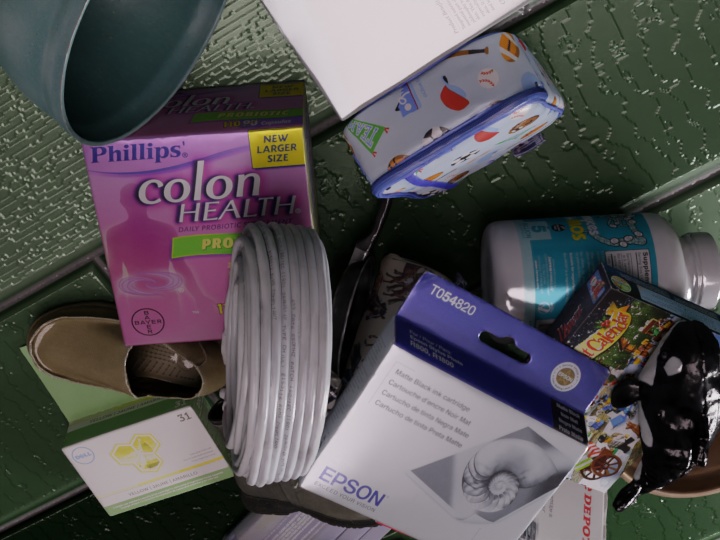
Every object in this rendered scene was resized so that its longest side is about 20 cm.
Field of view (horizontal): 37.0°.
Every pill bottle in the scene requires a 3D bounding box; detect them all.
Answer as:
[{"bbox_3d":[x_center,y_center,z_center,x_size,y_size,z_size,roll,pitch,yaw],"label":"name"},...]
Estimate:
[{"bbox_3d":[0.211,0.006,0.957,0.200,0.111,0.111,-3,122,-1],"label":"pill bottle"}]

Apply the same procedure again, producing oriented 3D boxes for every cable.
[{"bbox_3d":[-0.065,0.064,0.816,0.069,0.200,0.200,2,124,-11],"label":"cable"}]

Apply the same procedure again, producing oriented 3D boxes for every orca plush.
[{"bbox_3d":[0.259,0.139,0.897,0.105,0.071,0.200,13,125,-12],"label":"orca plush"}]

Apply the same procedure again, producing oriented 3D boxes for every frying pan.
[{"bbox_3d":[-0.004,0.009,0.952,0.031,0.115,0.190,13,121,9],"label":"frying pan"}]

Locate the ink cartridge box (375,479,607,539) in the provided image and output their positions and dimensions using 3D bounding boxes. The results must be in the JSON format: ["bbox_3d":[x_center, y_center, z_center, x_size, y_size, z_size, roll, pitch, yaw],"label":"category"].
[{"bbox_3d":[0.128,0.197,1.016,0.200,0.145,0.084,26,140,-16],"label":"ink cartridge box"}]

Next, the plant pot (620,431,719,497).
[{"bbox_3d":[0.318,0.114,1.037,0.200,0.093,0.201,-2,122,-4],"label":"plant pot"}]

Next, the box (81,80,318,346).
[{"bbox_3d":[-0.125,-0.047,0.918,0.176,0.097,0.200,-4,121,0],"label":"box"}]

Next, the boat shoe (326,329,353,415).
[{"bbox_3d":[-0.023,0.102,1.032,0.074,0.065,0.200,-38,116,19],"label":"boat shoe"}]

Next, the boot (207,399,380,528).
[{"bbox_3d":[-0.044,0.177,1.030,0.200,0.068,0.131,-1,127,16],"label":"boot"}]

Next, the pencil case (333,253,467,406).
[{"bbox_3d":[0.032,0.090,0.958,0.089,0.200,0.078,26,162,-25],"label":"pencil case"}]

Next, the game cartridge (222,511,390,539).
[{"bbox_3d":[-0.060,0.284,1.164,0.130,0.038,0.200,35,114,-17],"label":"game cartridge"}]

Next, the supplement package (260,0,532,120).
[{"bbox_3d":[0.032,-0.238,0.765,0.200,0.151,0.152,-30,109,15],"label":"supplement package"}]

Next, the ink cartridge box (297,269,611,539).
[{"bbox_3d":[0.081,0.128,0.871,0.199,0.041,0.200,27,104,-18],"label":"ink cartridge box"}]

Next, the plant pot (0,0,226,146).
[{"bbox_3d":[-0.200,-0.210,0.776,0.134,0.200,0.200,33,118,10],"label":"plant pot"}]

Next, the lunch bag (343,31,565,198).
[{"bbox_3d":[0.074,-0.112,0.839,0.160,0.200,0.076,-32,83,15],"label":"lunch bag"}]

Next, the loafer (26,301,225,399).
[{"bbox_3d":[-0.215,0.076,0.988,0.200,0.067,0.076,5,102,5],"label":"loafer"}]

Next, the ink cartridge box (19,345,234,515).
[{"bbox_3d":[-0.228,0.142,1.061,0.145,0.048,0.200,-19,123,10],"label":"ink cartridge box"}]

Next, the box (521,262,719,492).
[{"bbox_3d":[0.211,0.099,0.933,0.136,0.038,0.200,21,122,-18],"label":"box"}]
